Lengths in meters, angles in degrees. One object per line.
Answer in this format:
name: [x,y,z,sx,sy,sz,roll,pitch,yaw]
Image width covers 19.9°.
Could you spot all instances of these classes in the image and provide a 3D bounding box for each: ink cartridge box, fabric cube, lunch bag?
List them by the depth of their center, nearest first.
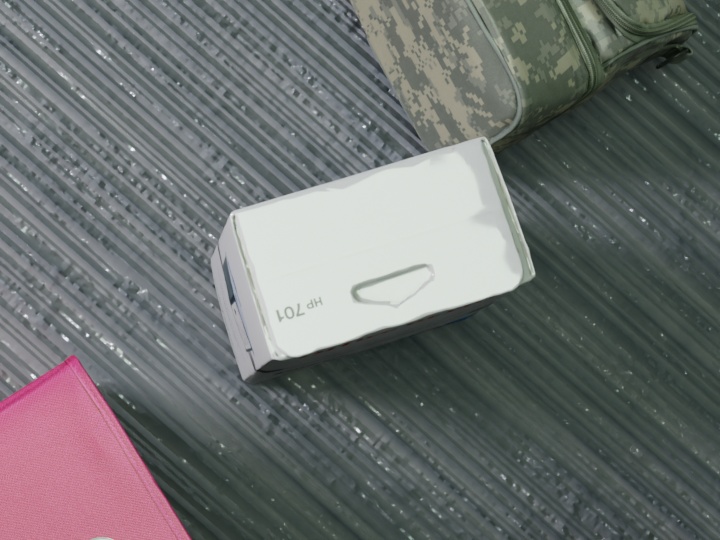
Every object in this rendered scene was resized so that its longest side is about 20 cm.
fabric cube: [-0.183,0.183,1.090,0.199,0.200,0.197,-32,88,-9]
ink cartridge box: [0.000,0.000,1.137,0.146,0.200,0.086,-17,84,-9]
lunch bag: [0.091,-0.185,1.213,0.167,0.139,0.201,-27,86,-26]
